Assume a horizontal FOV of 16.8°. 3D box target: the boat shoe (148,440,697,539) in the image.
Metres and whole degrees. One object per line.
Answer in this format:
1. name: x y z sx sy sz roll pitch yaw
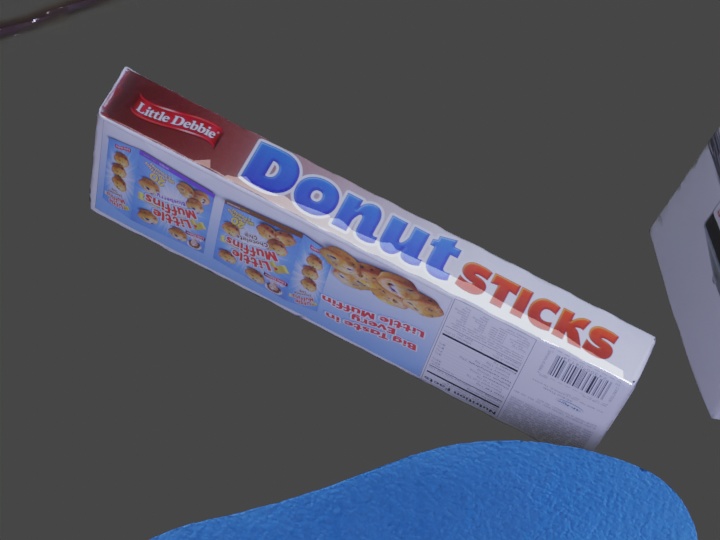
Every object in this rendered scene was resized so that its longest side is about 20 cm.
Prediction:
1. boat shoe: 0.008 0.101 0.792 0.200 0.069 0.084 -3 56 -12

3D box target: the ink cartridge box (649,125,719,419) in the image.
1. ink cartridge box: 0.199 -0.030 0.814 0.147 0.200 0.083 -10 69 -13

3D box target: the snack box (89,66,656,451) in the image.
1. snack box: 0.000 0.000 0.836 0.200 0.072 0.024 27 64 4
